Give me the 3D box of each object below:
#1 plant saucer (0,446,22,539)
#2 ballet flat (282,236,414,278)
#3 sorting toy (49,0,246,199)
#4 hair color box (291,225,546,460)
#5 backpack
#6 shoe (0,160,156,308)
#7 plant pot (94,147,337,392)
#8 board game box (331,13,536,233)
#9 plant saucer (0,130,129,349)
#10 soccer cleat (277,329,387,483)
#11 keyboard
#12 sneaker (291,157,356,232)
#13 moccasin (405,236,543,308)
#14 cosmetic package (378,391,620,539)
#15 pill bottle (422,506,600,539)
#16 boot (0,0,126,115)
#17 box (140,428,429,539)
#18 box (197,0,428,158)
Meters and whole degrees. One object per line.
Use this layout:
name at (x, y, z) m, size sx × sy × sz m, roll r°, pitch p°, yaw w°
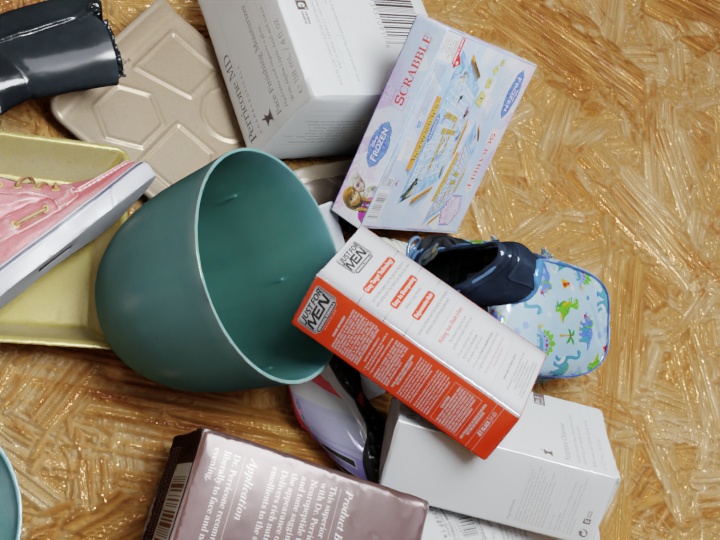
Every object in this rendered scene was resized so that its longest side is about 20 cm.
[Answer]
plant saucer at (-0.373, 0.204, 0.793) m, size 0.197 × 0.036 × 0.203 m, roll 9°, pitch 66°, yaw -20°
ballet flat at (0.000, 0.000, 1.010) m, size 0.197 × 0.072 × 0.073 m, roll -12°, pitch 74°, yaw -26°
sorting toy at (-0.187, -0.155, 1.022) m, size 0.200 × 0.036 × 0.186 m, roll 42°, pitch 60°, yaw -8°
hair color box at (0.051, 0.058, 0.846) m, size 0.199 × 0.062 × 0.102 m, roll 36°, pitch 35°, yaw 5°
backpack at (0.160, 0.050, 1.024) m, size 0.199 × 0.152 × 0.166 m, roll 12°, pitch 76°, yaw -48°
shoe at (-0.276, -0.056, 0.864) m, size 0.091 × 0.071 × 0.200 m, roll 48°, pitch 63°, yaw -2°
plant pot at (-0.134, 0.014, 0.876) m, size 0.200 × 0.159 × 0.204 m, roll 31°, pitch 51°, yaw -48°
board game box at (0.078, -0.136, 0.995) m, size 0.041 × 0.202 × 0.198 m, roll 34°, pitch 17°, yaw 29°
plant saucer at (-0.315, -0.024, 0.903) m, size 0.197 × 0.048 × 0.203 m, roll 6°, pitch 67°, yaw -22°
soccer cleat at (-0.021, 0.147, 0.953) m, size 0.202 × 0.072 × 0.068 m, roll 66°, pitch 23°, yaw -10°
keyboard at (-0.024, 0.038, 0.972) m, size 0.056 × 0.011 × 0.203 m, roll -22°, pitch 106°, yaw -26°
sneaker at (-0.004, -0.081, 1.060) m, size 0.197 × 0.070 × 0.077 m, roll -13°, pitch 94°, yaw -24°
moccasin at (0.074, 0.000, 0.920) m, size 0.068 × 0.198 × 0.082 m, roll 29°, pitch 56°, yaw -37°
cosmetic package at (0.119, 0.161, 0.899) m, size 0.197 × 0.082 × 0.113 m, roll 15°, pitch 24°, yaw -3°
pill bottle at (0.120, 0.260, 0.934) m, size 0.197 × 0.114 × 0.116 m, roll -4°, pitch 71°, yaw -26°
boot at (-0.330, -0.226, 0.939) m, size 0.167 × 0.077 × 0.201 m, roll -24°, pitch 62°, yaw -25°
box at (-0.077, 0.241, 0.818) m, size 0.198 × 0.164 × 0.168 m, roll 22°, pitch 72°, yaw -14°
box at (-0.035, -0.234, 1.039) m, size 0.198 × 0.130 × 0.202 m, roll -9°, pitch 72°, yaw -39°
